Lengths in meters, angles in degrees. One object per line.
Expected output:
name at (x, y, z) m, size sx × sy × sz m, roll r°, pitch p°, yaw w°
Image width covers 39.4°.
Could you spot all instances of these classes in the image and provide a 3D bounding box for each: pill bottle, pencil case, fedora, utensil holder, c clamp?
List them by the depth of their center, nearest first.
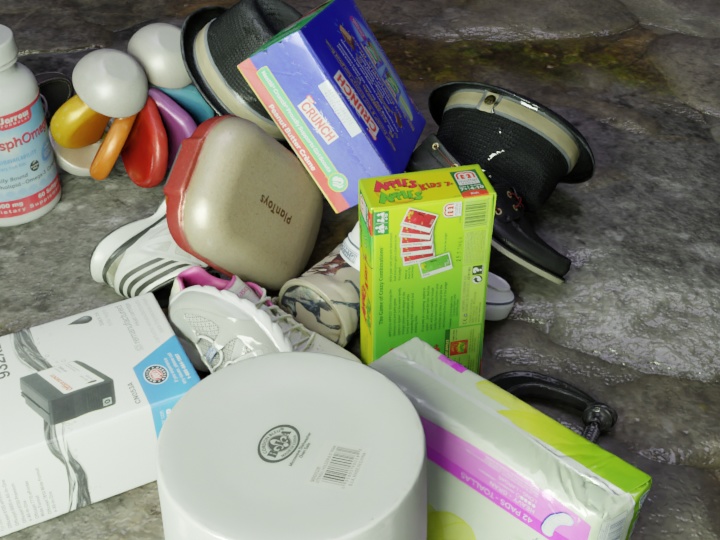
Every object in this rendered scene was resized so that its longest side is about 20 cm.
utensil holder at (-0.040, 0.176, 0.636) m, size 0.170 × 0.200 × 0.170 m, roll -1°, pitch 36°, yaw 1°
c clamp at (0.149, 0.156, 0.809) m, size 0.171 × 0.027 × 0.200 m, roll 8°, pitch 39°, yaw 21°
pencil case at (0.000, 0.000, 0.969) m, size 0.089 × 0.078 × 0.200 m, roll 17°, pitch 40°, yaw 30°
pill bottle at (-0.394, -0.156, 1.081) m, size 0.109 × 0.200 × 0.109 m, roll -1°, pitch 37°, yaw 1°
fedora at (0.149, -0.120, 1.096) m, size 0.200 × 0.201 × 0.092 m, roll 23°, pitch 76°, yaw 28°
fedora at (-0.099, -0.233, 1.121) m, size 0.200 × 0.092 × 0.201 m, roll 25°, pitch 46°, yaw -29°

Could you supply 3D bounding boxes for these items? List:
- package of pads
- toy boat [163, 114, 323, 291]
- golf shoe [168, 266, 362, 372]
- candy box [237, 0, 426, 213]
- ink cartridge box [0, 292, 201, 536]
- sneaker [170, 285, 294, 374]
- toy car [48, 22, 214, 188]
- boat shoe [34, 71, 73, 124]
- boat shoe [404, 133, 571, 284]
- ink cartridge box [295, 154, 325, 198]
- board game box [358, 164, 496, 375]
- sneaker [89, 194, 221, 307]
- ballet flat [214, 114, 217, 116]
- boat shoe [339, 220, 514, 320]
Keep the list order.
package of pads at (0.085, 0.161, 0.692) m, size 0.200 × 0.155 × 0.068 m, roll 30°, pitch 39°, yaw 35°
toy boat at (-0.126, -0.060, 0.941) m, size 0.131 × 0.200 × 0.131 m, roll 11°, pitch 76°, yaw 32°
golf shoe at (-0.088, 0.058, 0.885) m, size 0.200 × 0.092 × 0.075 m, roll 16°, pitch 39°, yaw 19°
candy box at (-0.019, -0.171, 0.995) m, size 0.077 × 0.169 × 0.200 m, roll -27°, pitch 16°, yaw 21°
ink cartridge box at (-0.239, 0.113, 0.817) m, size 0.200 × 0.084 × 0.145 m, roll -17°, pitch 40°, yaw -21°
sneaker at (-0.087, 0.093, 0.805) m, size 0.200 × 0.075 × 0.082 m, roll 42°, pitch 58°, yaw 10°
toy car at (-0.251, -0.173, 1.162) m, size 0.150 × 0.175 × 0.200 m, roll 47°, pitch 48°, yaw 2°
boat shoe at (-0.428, -0.180, 1.223) m, size 0.200 × 0.067 × 0.057 m, roll -35°, pitch 38°, yaw -28°
boat shoe at (0.131, -0.061, 1.008) m, size 0.201 × 0.063 × 0.074 m, roll 39°, pitch 8°, yaw 11°
ink cartridge box at (-0.025, -0.152, 1.208) m, size 0.095 × 0.037 × 0.200 m, roll 9°, pitch 40°, yaw 13°
board game box at (0.053, 0.013, 0.849) m, size 0.101 × 0.200 × 0.048 m, roll -8°, pitch 37°, yaw -9°
sneaker at (-0.165, -0.027, 1.028) m, size 0.115 × 0.076 × 0.200 m, roll 32°, pitch 55°, yaw 24°
ballet flat at (-0.115, -0.227, 1.288) m, size 0.200 × 0.072 × 0.072 m, roll -25°, pitch 43°, yaw -30°
boat shoe at (0.076, -0.008, 0.916) m, size 0.200 × 0.065 × 0.074 m, roll 17°, pitch 21°, yaw -39°
